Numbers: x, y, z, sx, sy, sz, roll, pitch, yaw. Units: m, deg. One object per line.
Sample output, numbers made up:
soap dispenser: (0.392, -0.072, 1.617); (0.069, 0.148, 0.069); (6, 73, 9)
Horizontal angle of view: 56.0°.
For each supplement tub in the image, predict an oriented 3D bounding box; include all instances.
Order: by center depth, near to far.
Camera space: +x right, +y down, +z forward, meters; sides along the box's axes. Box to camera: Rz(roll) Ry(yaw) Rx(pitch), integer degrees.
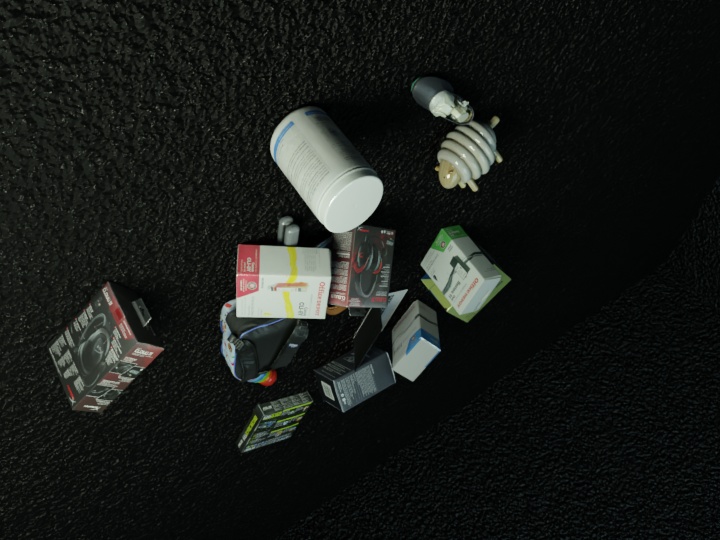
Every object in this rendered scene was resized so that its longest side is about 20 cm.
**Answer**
supplement tub: (-0.063, -0.182, 1.204); (0.130, 0.201, 0.133); (-28, 152, -17)

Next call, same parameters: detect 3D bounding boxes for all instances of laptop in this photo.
laptop: (0.061, 0.170, 1.969); (0.197, 0.117, 0.189); (-10, 142, -42)

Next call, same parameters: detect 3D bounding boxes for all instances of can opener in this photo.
can opener: (-0.175, -0.027, 1.457); (0.066, 0.054, 0.203); (-23, 147, -29)

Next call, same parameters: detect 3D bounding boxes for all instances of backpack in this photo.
backpack: (-0.237, 0.152, 1.541); (0.196, 0.155, 0.194); (-12, 135, -30)

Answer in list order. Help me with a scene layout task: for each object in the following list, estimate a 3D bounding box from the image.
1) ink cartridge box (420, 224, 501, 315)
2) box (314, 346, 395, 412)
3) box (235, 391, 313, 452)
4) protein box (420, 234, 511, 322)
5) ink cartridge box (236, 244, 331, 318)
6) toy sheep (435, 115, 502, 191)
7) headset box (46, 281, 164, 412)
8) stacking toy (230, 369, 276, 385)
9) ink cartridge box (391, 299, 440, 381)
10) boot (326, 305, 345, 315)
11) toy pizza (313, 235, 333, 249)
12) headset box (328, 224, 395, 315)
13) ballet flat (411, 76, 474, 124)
ink cartridge box: (0.277, -0.001, 1.888); (0.082, 0.201, 0.148); (-10, 142, -40)
box: (-0.017, 0.318, 2.030); (0.196, 0.147, 0.107); (-24, 105, -23)
box: (-0.265, 0.467, 2.087); (0.197, 0.048, 0.195); (-7, 136, -44)
protein box: (0.323, 0.026, 2.054); (0.199, 0.136, 0.199); (-45, 151, 11)
ink cartridge box: (-0.163, 0.026, 1.427); (0.194, 0.085, 0.147); (2, 139, -9)
toy sheep: (0.249, -0.270, 1.537); (0.201, 0.137, 0.138); (-51, 154, -8)
headset box: (-0.463, 0.134, 1.241); (0.200, 0.150, 0.077); (-43, 153, 8)
stacking toy: (-0.263, 0.255, 1.750); (0.085, 0.086, 0.200); (-37, 159, -1)
ink cartridge box: (0.167, 0.210, 2.064); (0.083, 0.202, 0.145); (31, 117, -16)
boot: (-0.016, 0.032, 1.664); (0.198, 0.077, 0.155); (-36, 173, -4)
toy pizza: (-0.079, -0.022, 1.603); (0.198, 0.032, 0.202); (-33, 153, -19)
headset box: (0.000, 0.000, 1.534); (0.147, 0.074, 0.206); (6, 92, -49)
ballet flat: (0.180, -0.346, 1.403); (0.073, 0.074, 0.198); (-49, 151, 21)
